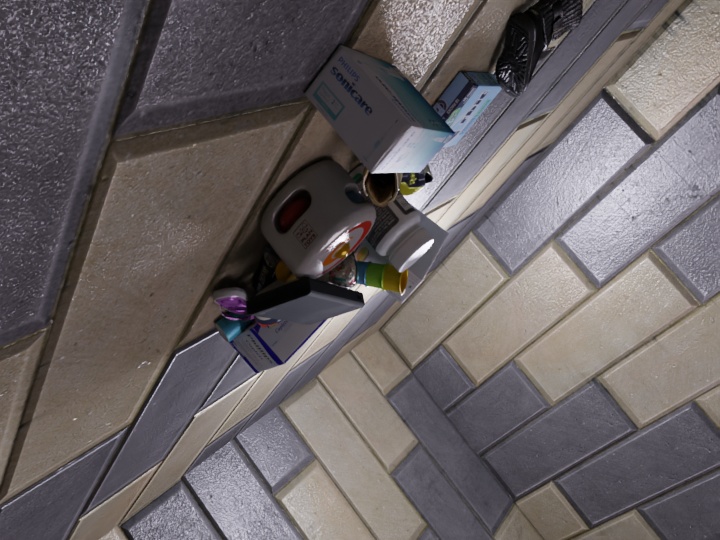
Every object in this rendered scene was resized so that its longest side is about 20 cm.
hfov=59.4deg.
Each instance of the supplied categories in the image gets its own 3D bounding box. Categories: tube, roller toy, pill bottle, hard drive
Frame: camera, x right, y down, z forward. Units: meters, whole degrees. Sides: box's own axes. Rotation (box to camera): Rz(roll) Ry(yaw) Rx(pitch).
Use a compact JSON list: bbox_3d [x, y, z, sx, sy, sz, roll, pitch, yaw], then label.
[{"bbox_3d":[-0.227,0.074,1.385,0.199,0.051,0.077,-40,-156,-21],"label":"tube"},{"bbox_3d":[-0.069,-0.078,1.086,0.198,0.141,0.183,-36,168,-26],"label":"roller toy"},{"bbox_3d":[0.048,-0.104,1.247,0.112,0.201,0.113,-38,169,-9],"label":"pill bottle"},{"bbox_3d":[-0.096,0.059,1.150,0.136,0.034,0.199,-19,162,24],"label":"hard drive"}]

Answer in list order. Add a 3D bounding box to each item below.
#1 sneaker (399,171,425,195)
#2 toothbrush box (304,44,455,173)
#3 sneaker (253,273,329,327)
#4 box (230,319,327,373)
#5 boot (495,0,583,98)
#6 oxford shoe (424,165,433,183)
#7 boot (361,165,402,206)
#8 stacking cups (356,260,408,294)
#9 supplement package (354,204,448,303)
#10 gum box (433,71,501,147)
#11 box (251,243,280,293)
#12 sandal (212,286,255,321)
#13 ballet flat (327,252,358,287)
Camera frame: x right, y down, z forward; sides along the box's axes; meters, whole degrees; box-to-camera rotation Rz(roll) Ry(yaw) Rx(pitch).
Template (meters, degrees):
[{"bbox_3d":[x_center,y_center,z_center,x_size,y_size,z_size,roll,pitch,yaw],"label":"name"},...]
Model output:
[{"bbox_3d":[0.091,-0.243,1.240,0.072,0.084,0.203,-10,143,-11],"label":"sneaker"},{"bbox_3d":[0.034,-0.218,0.885,0.085,0.147,0.199,-44,170,23],"label":"toothbrush box"},{"bbox_3d":[-0.133,0.046,1.269,0.197,0.076,0.085,-28,157,-22],"label":"sneaker"},{"bbox_3d":[-0.177,0.123,1.420,0.184,0.106,0.199,-45,-172,-29],"label":"box"},{"bbox_3d":[0.358,-0.458,1.262,0.157,0.080,0.212,-39,161,-15],"label":"boot"},{"bbox_3d":[0.102,-0.209,1.383,0.198,0.074,0.071,-30,166,-49],"label":"oxford shoe"},{"bbox_3d":[0.038,-0.158,1.080,0.203,0.070,0.158,103,-1,-46],"label":"boot"},{"bbox_3d":[0.000,0.000,1.313,0.060,0.194,0.063,12,91,-71],"label":"stacking cups"},{"bbox_3d":[0.066,-0.063,1.390,0.157,0.198,0.111,-54,180,-36],"label":"supplement package"},{"bbox_3d":[0.205,-0.336,1.335,0.171,0.045,0.199,-50,168,31],"label":"gum box"},{"bbox_3d":[-0.124,-0.040,1.299,0.198,0.049,0.162,-36,170,-32],"label":"box"},{"bbox_3d":[-0.241,0.077,1.250,0.080,0.051,0.203,-9,165,11],"label":"sandal"},{"bbox_3d":[-0.044,-0.030,1.238,0.201,0.062,0.078,-107,-162,-67],"label":"ballet flat"}]
